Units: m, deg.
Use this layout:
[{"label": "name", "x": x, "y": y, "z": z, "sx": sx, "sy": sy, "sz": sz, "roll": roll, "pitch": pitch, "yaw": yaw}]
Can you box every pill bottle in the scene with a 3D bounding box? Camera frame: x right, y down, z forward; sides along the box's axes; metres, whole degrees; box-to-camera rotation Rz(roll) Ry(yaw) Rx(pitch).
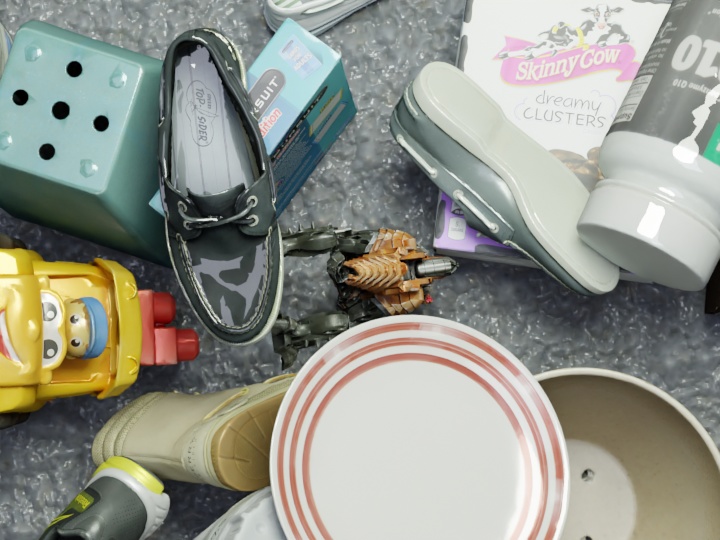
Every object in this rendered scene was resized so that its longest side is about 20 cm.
[{"label": "pill bottle", "x": 0.229, "y": -0.095, "z": 1.097, "sx": 0.113, "sy": 0.113, "sz": 0.201, "roll": 26, "pitch": 81, "yaw": 4}]

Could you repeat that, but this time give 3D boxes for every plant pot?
[{"label": "plant pot", "x": -0.189, "y": -0.097, "z": 1.147, "sx": 0.141, "sy": 0.200, "sz": 0.142, "roll": 18, "pitch": 87, "yaw": 5}]

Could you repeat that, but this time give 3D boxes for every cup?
[{"label": "cup", "x": 0.150, "y": 0.169, "z": 1.138, "sx": 0.199, "sy": 0.143, "sz": 0.202, "roll": 0, "pitch": 86, "yaw": 4}]

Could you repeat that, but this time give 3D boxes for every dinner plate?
[{"label": "dinner plate", "x": 0.038, "y": 0.127, "z": 1.041, "sx": 0.199, "sy": 0.024, "sz": 0.201, "roll": 4, "pitch": 73, "yaw": -13}]

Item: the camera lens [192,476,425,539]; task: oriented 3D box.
[{"label": "camera lens", "x": -0.048, "y": 0.232, "z": 1.103, "sx": 0.159, "sy": 0.200, "sz": 0.161, "roll": 7, "pitch": 68, "yaw": -18}]

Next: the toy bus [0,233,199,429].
[{"label": "toy bus", "x": -0.207, "y": 0.043, "z": 1.143, "sx": 0.191, "sy": 0.200, "sz": 0.137, "roll": 0, "pitch": 88, "yaw": -11}]

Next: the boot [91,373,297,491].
[{"label": "boot", "x": -0.077, "y": 0.110, "z": 1.180, "sx": 0.155, "sy": 0.199, "sz": 0.073, "roll": -6, "pitch": 99, "yaw": 43}]

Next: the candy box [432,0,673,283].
[{"label": "candy box", "x": 0.147, "y": -0.102, "z": 1.194, "sx": 0.167, "sy": 0.072, "sz": 0.201, "roll": 7, "pitch": 87, "yaw": 4}]

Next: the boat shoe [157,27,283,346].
[{"label": "boat shoe", "x": -0.089, "y": -0.054, "z": 1.004, "sx": 0.074, "sy": 0.066, "sz": 0.201, "roll": -3, "pitch": 86, "yaw": 2}]

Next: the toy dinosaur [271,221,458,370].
[{"label": "toy dinosaur", "x": 0.000, "y": 0.000, "z": 1.128, "sx": 0.135, "sy": 0.200, "sz": 0.103, "roll": -8, "pitch": 66, "yaw": 4}]

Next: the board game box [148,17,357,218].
[{"label": "board game box", "x": -0.069, "y": -0.082, "z": 1.139, "sx": 0.047, "sy": 0.200, "sz": 0.151, "roll": 36, "pitch": 88, "yaw": 5}]

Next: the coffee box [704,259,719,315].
[{"label": "coffee box", "x": 0.355, "y": -0.020, "z": 1.173, "sx": 0.199, "sy": 0.080, "sz": 0.115, "roll": 5, "pitch": 85, "yaw": 3}]

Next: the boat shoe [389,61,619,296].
[{"label": "boat shoe", "x": 0.099, "y": -0.055, "z": 1.138, "sx": 0.200, "sy": 0.073, "sz": 0.062, "roll": 47, "pitch": 133, "yaw": -2}]

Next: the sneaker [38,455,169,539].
[{"label": "sneaker", "x": -0.207, "y": 0.209, "z": 1.145, "sx": 0.074, "sy": 0.085, "sz": 0.200, "roll": 37, "pitch": 128, "yaw": 9}]

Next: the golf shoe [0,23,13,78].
[{"label": "golf shoe", "x": -0.306, "y": -0.220, "z": 1.214, "sx": 0.078, "sy": 0.097, "sz": 0.201, "roll": -16, "pitch": 84, "yaw": 3}]

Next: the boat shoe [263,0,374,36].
[{"label": "boat shoe", "x": 0.015, "y": -0.239, "z": 1.213, "sx": 0.200, "sy": 0.067, "sz": 0.074, "roll": -40, "pitch": 85, "yaw": -1}]
